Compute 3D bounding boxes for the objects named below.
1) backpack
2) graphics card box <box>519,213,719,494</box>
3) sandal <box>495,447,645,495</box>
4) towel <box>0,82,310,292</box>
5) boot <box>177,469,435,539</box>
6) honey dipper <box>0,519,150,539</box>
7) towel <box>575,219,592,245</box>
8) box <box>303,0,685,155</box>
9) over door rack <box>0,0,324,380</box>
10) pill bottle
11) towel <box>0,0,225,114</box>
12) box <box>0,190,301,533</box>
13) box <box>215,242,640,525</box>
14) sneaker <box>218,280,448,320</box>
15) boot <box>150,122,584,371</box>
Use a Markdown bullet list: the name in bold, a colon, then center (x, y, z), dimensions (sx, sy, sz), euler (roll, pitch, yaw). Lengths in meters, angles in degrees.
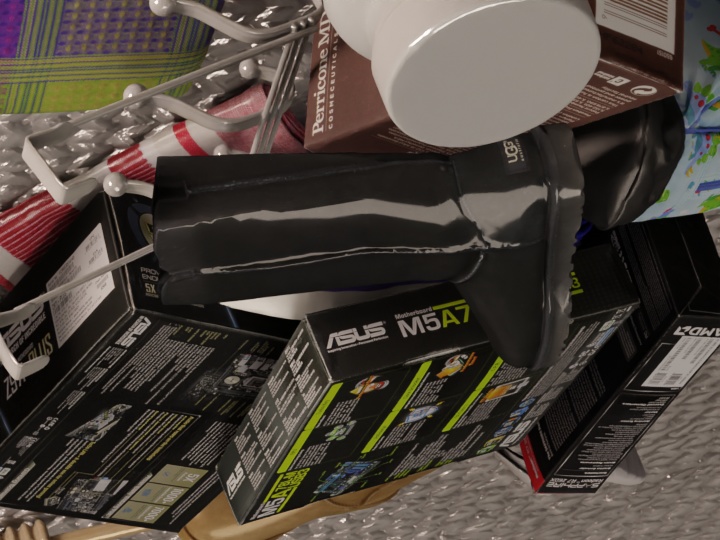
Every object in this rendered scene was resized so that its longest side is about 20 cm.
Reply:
- **backpack**: center (0.174, -0.104, 1.170), dimensions (0.200, 0.163, 0.154), euler (9, 124, -44)
- **graphics card box**: center (0.153, 0.036, 1.383), dimensions (0.051, 0.126, 0.200), euler (4, 141, -24)
- **sandal**: center (0.130, 0.123, 1.543), dimensions (0.059, 0.079, 0.207), euler (-35, 145, 20)
- **towel**: center (-0.109, -0.025, 1.268), dimensions (0.200, 0.023, 0.144), euler (-25, 145, 12)
- **boot**: center (-0.019, 0.122, 1.431), dimensions (0.175, 0.066, 0.200), euler (-16, 170, -22)
- **honey dipper**: center (-0.162, 0.175, 1.527), dimensions (0.200, 0.038, 0.038), euler (-13, 147, -14)
- **towel**: center (0.042, 0.020, 1.377), dimensions (0.147, 0.050, 0.200), euler (6, 140, -30)
- **box**: center (0.062, -0.117, 1.073), dimensions (0.075, 0.100, 0.200), euler (16, 159, -35)
- **over door rack**: center (-0.109, -0.058, 1.095), dimensions (0.200, 0.067, 0.148), euler (-39, 161, -38)
- **pill bottle**: center (0.029, -0.160, 0.971), dimensions (0.116, 0.200, 0.116), euler (-13, 146, -9)
- **towel**: center (-0.129, -0.147, 1.079), dimensions (0.143, 0.023, 0.200), euler (-5, 146, -19)
- **box**: center (-0.124, 0.057, 1.281), dimensions (0.164, 0.086, 0.200), euler (14, 136, -37)
- **box**: center (0.033, 0.065, 1.242), dimensions (0.193, 0.048, 0.200), euler (-11, 156, -23)
- **sneaker**: center (0.001, -0.053, 1.199), dimensions (0.200, 0.081, 0.147), euler (-1, 101, -36)
- **boot**: center (0.000, -0.001, 1.080), dimensions (0.200, 0.066, 0.165), euler (-9, 139, -7)
